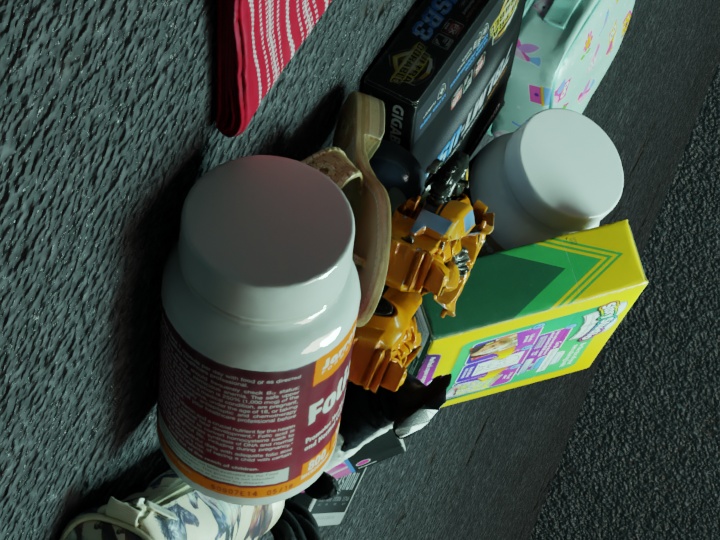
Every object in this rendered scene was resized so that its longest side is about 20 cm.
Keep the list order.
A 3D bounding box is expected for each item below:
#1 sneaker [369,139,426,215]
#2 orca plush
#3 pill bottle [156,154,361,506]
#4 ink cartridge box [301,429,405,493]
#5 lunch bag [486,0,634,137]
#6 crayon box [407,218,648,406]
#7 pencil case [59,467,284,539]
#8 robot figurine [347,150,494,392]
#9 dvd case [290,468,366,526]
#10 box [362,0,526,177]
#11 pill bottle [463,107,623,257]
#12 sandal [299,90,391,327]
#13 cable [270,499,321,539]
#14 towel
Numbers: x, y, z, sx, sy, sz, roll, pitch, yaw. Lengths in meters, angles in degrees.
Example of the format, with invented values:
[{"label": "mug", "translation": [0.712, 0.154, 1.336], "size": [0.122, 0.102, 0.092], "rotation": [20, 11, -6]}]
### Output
[{"label": "sneaker", "translation": [0.000, 0.000, 1.383], "size": [0.201, 0.070, 0.082], "rotation": [100, 16, -44]}, {"label": "orca plush", "translation": [-0.027, 0.096, 1.316], "size": [0.199, 0.071, 0.106], "rotation": [2, -112, 62]}, {"label": "pill bottle", "translation": [-0.059, 0.036, 1.124], "size": [0.114, 0.113, 0.201], "rotation": [-54, 164, -37]}, {"label": "ink cartridge box", "translation": [-0.022, 0.122, 1.486], "size": [0.094, 0.037, 0.200], "rotation": [-21, 160, 1]}, {"label": "lunch bag", "translation": [0.175, -0.211, 1.670], "size": [0.201, 0.076, 0.161], "rotation": [-58, 164, -26]}, {"label": "crayon box", "translation": [0.112, 0.040, 1.499], "size": [0.171, 0.059, 0.200], "rotation": [-15, 162, -13]}, {"label": "pencil case", "translation": [-0.114, 0.158, 1.212], "size": [0.090, 0.077, 0.200], "rotation": [-59, 169, 21]}, {"label": "robot figurine", "translation": [0.038, 0.003, 1.274], "size": [0.146, 0.058, 0.200], "rotation": [-67, 172, 21]}, {"label": "dvd case", "translation": [-0.002, 0.129, 1.708], "size": [0.202, 0.025, 0.150], "rotation": [-66, 166, 0]}, {"label": "box", "translation": [0.060, -0.130, 1.438], "size": [0.201, 0.049, 0.199], "rotation": [-55, 163, -33]}, {"label": "pill bottle", "translation": [0.121, -0.040, 1.554], "size": [0.116, 0.115, 0.200], "rotation": [-55, -175, -36]}, {"label": "sandal", "translation": [-0.026, -0.046, 1.210], "size": [0.213, 0.069, 0.078], "rotation": [-90, -159, -52]}, {"label": "cable", "translation": [-0.094, 0.235, 1.312], "size": [0.163, 0.051, 0.201], "rotation": [-39, -155, 23]}, {"label": "towel", "translation": [-0.025, -0.181, 1.075], "size": [0.201, 0.022, 0.145], "rotation": [-57, 165, -32]}]
